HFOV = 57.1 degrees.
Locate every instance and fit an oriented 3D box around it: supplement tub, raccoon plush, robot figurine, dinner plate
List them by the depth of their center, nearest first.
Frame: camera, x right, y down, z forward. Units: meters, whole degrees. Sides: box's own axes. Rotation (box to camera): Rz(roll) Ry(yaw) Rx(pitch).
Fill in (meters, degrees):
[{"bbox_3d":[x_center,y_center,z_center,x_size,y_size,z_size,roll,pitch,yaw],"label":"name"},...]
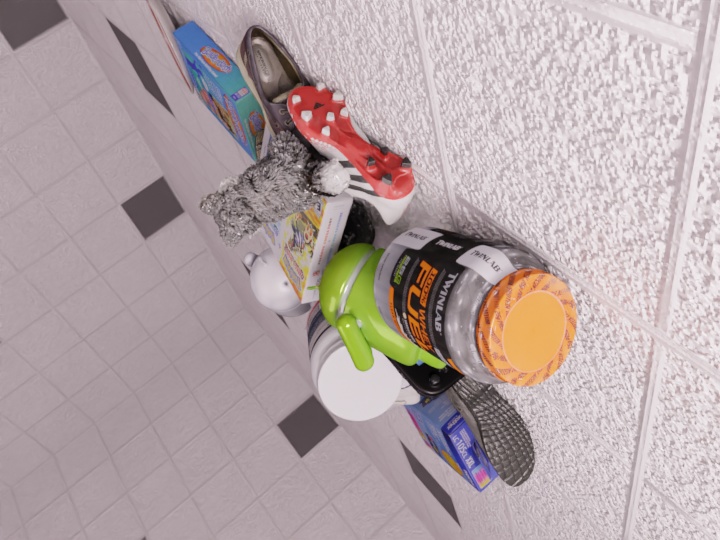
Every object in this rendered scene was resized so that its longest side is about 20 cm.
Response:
[{"bbox_3d":[0.103,0.031,0.635,0.124,0.122,0.199,59,165,-22],"label":"supplement tub"},{"bbox_3d":[-0.108,-0.089,0.746,0.098,0.133,0.199,56,165,-9],"label":"raccoon plush"},{"bbox_3d":[0.034,0.040,0.829,0.197,0.176,0.118,25,132,14],"label":"robot figurine"},{"bbox_3d":[-0.011,0.119,1.009,0.142,0.138,0.201,59,-175,-22],"label":"supplement tub"},{"bbox_3d":[-0.340,-0.416,1.187,0.203,0.024,0.201,61,172,13],"label":"dinner plate"},{"bbox_3d":[-0.134,0.021,1.195,0.167,0.115,0.200,29,174,11],"label":"robot figurine"}]

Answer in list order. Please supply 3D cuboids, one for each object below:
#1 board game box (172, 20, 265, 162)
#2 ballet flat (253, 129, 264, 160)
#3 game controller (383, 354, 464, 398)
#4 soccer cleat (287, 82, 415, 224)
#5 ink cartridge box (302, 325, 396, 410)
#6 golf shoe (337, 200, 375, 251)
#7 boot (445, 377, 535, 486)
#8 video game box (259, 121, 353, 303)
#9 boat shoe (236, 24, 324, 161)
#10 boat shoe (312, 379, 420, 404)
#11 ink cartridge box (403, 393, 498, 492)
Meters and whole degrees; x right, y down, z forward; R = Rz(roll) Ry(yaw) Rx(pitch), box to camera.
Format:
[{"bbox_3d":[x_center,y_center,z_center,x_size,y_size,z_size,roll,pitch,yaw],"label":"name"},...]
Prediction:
[{"bbox_3d":[-0.224,-0.293,1.099,0.201,0.045,0.153,49,164,24],"label":"board game box"},{"bbox_3d":[-0.124,-0.130,1.087,0.074,0.068,0.205,9,117,27],"label":"ballet flat"},{"bbox_3d":[0.066,0.079,0.901,0.200,0.103,0.042,47,161,26],"label":"game controller"},{"bbox_3d":[-0.016,-0.133,0.751,0.200,0.068,0.086,43,152,21],"label":"soccer cleat"},{"bbox_3d":[0.005,0.157,1.219,0.201,0.084,0.145,49,-169,17],"label":"ink cartridge box"},{"bbox_3d":[-0.017,-0.052,0.972,0.094,0.079,0.199,35,174,-29],"label":"golf shoe"},{"bbox_3d":[0.172,0.203,0.955,0.203,0.067,0.131,61,171,3],"label":"boot"},{"bbox_3d":[-0.091,-0.090,0.932,0.202,0.046,0.185,56,146,35],"label":"video game box"},{"bbox_3d":[-0.089,-0.207,0.814,0.203,0.071,0.065,60,170,-1],"label":"boat shoe"},{"bbox_3d":[0.010,0.195,1.101,0.196,0.072,0.067,-9,111,27],"label":"boat shoe"},{"bbox_3d":[0.161,0.268,1.095,0.138,0.076,0.199,60,163,-24],"label":"ink cartridge box"}]
